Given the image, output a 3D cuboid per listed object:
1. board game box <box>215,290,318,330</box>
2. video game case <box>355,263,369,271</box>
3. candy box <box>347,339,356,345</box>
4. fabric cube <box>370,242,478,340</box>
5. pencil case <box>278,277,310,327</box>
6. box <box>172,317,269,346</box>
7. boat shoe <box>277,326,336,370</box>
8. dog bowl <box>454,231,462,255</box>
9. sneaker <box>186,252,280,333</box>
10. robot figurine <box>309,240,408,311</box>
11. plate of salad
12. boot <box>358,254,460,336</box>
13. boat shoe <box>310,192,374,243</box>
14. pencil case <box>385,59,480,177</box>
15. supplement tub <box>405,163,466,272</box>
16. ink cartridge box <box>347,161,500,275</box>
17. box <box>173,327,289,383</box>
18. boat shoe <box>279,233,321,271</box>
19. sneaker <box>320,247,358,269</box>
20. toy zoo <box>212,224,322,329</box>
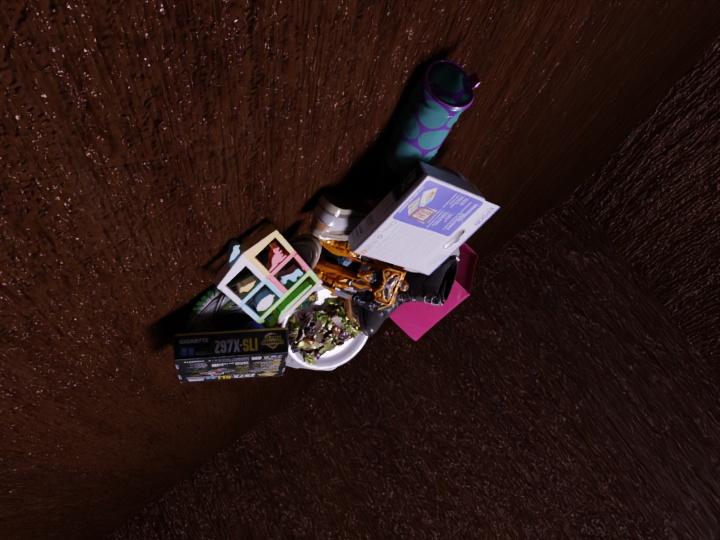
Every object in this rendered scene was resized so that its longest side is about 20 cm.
[{"bbox_3d":[-0.183,0.077,1.276,0.194,0.024,0.105,-15,-175,17],"label":"board game box"},{"bbox_3d":[-0.006,0.006,1.502,0.203,0.023,0.182,-60,-176,-8],"label":"video game case"},{"bbox_3d":[-0.082,0.118,1.499,0.199,0.113,0.057,-2,-110,67],"label":"candy box"},{"bbox_3d":[0.152,0.005,1.678,0.199,0.199,0.197,-43,-170,31],"label":"fabric cube"},{"bbox_3d":[-0.156,0.072,1.440,0.083,0.086,0.201,1,145,-33],"label":"pencil case"},{"bbox_3d":[-0.258,0.124,1.318,0.119,0.033,0.198,-13,-177,38],"label":"box"},{"bbox_3d":[-0.142,0.176,1.440,0.069,0.194,0.074,113,-13,-51],"label":"boat shoe"},{"bbox_3d":[0.143,-0.087,1.492,0.198,0.200,0.059,-36,130,-6],"label":"dog bowl"},{"bbox_3d":[-0.217,0.059,1.175,0.198,0.086,0.078,-37,169,-1],"label":"sneaker"},{"bbox_3d":[0.000,0.000,1.270,0.058,0.195,0.148,-75,-173,-69],"label":"robot figurine"},{"bbox_3d":[-0.063,0.116,1.359,0.198,0.202,0.048,-36,-148,-3],"label":"plate of salad"},{"bbox_3d":[0.096,0.047,1.331,0.171,0.069,0.204,7,-118,44],"label":"boot"},{"bbox_3d":[-0.025,-0.089,1.199,0.198,0.075,0.069,4,123,-58],"label":"boat shoe"},{"bbox_3d":[0.105,-0.228,1.043,0.090,0.088,0.201,-7,158,-19],"label":"pencil case"},{"bbox_3d":[0.132,-0.105,1.329,0.145,0.144,0.201,-46,-175,42],"label":"supplement tub"},{"bbox_3d":[0.110,-0.084,1.162,0.196,0.048,0.198,12,134,-43],"label":"ink cartridge box"},{"bbox_3d":[-0.228,0.152,1.199,0.193,0.051,0.160,-3,159,-12],"label":"box"},{"bbox_3d":[-0.127,-0.016,1.240,0.199,0.072,0.076,-35,-175,42],"label":"boat shoe"},{"bbox_3d":[-0.041,-0.044,1.392,0.096,0.079,0.200,-52,172,15],"label":"sneaker"},{"bbox_3d":[-0.156,0.010,1.110,0.131,0.020,0.201,-42,141,-3],"label":"toy zoo"}]
